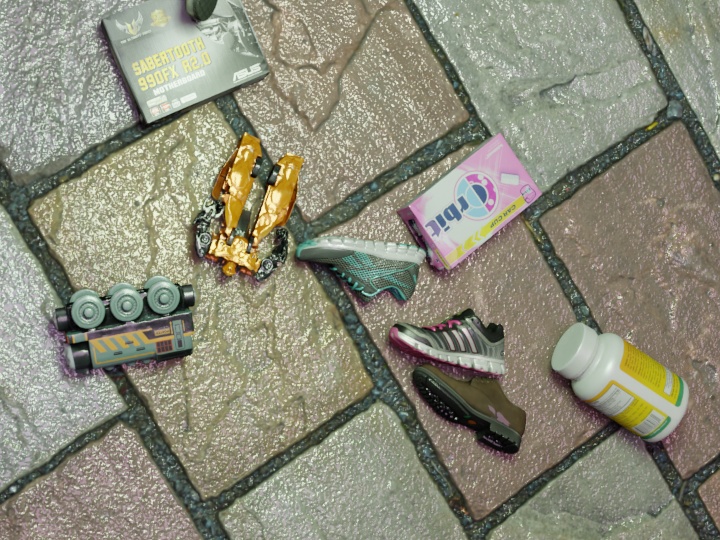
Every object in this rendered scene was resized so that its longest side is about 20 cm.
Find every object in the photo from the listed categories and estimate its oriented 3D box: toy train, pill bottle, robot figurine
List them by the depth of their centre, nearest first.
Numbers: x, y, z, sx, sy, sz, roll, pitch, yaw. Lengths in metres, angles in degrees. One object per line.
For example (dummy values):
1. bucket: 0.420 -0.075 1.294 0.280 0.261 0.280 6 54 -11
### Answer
1. toy train: -0.319 0.076 1.651 0.197 0.085 0.116 -11 99 -16
2. robot figurine: -0.158 -0.084 1.717 0.143 0.058 0.203 22 80 -14
3. pill bottle: 0.395 0.167 1.836 0.198 0.113 0.114 32 79 -12

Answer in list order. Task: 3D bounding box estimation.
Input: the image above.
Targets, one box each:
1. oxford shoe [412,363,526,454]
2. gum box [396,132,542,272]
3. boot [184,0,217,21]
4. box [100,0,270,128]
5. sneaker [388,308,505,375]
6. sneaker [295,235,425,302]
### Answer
1. oxford shoe: 0.164 0.190 1.798 0.199 0.073 0.085 34 62 -14
2. gum box: 0.160 -0.099 1.805 0.199 0.066 0.114 -38 96 -14
3. boot: -0.258 -0.433 1.675 0.128 0.068 0.203 6 58 2
4. box: -0.249 -0.315 1.708 0.198 0.048 0.161 -24 94 -16
5. sneaker: 0.135 0.095 1.786 0.197 0.074 0.089 15 83 -20
6. sneaker: 0.000 0.000 1.752 0.196 0.077 0.093 6 89 -14
